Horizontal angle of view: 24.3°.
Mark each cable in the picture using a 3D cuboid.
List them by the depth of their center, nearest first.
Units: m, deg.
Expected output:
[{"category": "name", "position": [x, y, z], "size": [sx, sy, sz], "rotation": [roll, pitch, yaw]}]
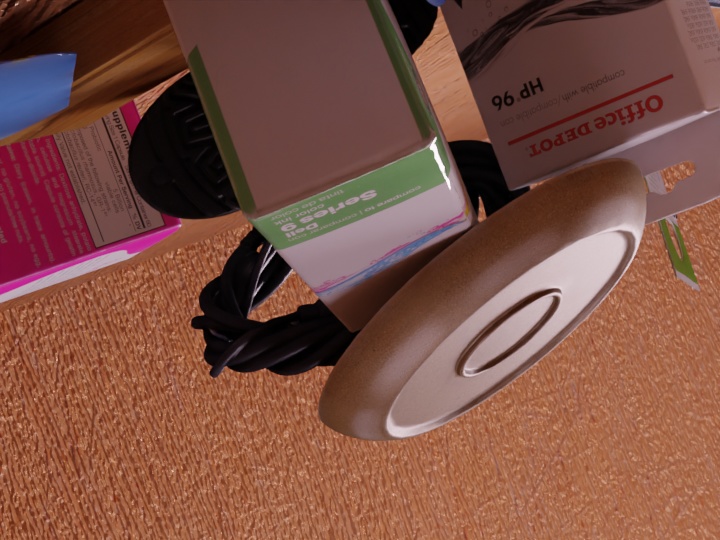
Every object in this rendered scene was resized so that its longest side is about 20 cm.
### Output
[{"category": "cable", "position": [0.000, 0.000, 0.892], "size": [0.163, 0.051, 0.200], "rotation": [20, -130, 41]}]

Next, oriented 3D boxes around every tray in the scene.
[{"category": "tray", "position": [-0.125, -0.113, 0.866], "size": [0.200, 0.037, 0.098], "rotation": [-21, 180, 41]}]

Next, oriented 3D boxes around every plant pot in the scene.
[{"category": "plant pot", "position": [0.067, 0.023, 0.823], "size": [0.200, 0.028, 0.200], "rotation": [-34, 161, -14]}]

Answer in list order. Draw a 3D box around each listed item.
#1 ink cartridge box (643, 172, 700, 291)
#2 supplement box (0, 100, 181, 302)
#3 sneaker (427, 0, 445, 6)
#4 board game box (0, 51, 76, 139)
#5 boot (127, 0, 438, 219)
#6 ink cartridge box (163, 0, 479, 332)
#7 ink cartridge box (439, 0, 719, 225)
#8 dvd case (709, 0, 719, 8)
[{"category": "ink cartridge box", "position": [0.126, -0.075, 0.976], "size": [0.075, 0.201, 0.148], "rotation": [-20, 171, 13]}, {"category": "supplement box", "position": [-0.233, -0.034, 1.081], "size": [0.199, 0.104, 0.101], "rotation": [-19, 178, -32]}, {"category": "sneaker", "position": [0.041, -0.161, 0.702], "size": [0.078, 0.070, 0.200], "rotation": [-33, -178, 11]}, {"category": "board game box", "position": [-0.212, -0.079, 0.763], "size": [0.157, 0.039, 0.200], "rotation": [-21, 179, -12]}, {"category": "boot", "position": [-0.053, -0.096, 0.982], "size": [0.211, 0.080, 0.158], "rotation": [-36, -174, -16]}, {"category": "ink cartridge box", "position": [-0.013, -0.071, 0.747], "size": [0.087, 0.146, 0.200], "rotation": [-24, 162, 6]}, {"category": "ink cartridge box", "position": [0.115, -0.118, 0.850], "size": [0.116, 0.201, 0.068], "rotation": [-22, 179, 31]}, {"category": "dvd case", "position": [0.258, -0.218, 1.221], "size": [0.199, 0.025, 0.150], "rotation": [5, 179, -1]}]
